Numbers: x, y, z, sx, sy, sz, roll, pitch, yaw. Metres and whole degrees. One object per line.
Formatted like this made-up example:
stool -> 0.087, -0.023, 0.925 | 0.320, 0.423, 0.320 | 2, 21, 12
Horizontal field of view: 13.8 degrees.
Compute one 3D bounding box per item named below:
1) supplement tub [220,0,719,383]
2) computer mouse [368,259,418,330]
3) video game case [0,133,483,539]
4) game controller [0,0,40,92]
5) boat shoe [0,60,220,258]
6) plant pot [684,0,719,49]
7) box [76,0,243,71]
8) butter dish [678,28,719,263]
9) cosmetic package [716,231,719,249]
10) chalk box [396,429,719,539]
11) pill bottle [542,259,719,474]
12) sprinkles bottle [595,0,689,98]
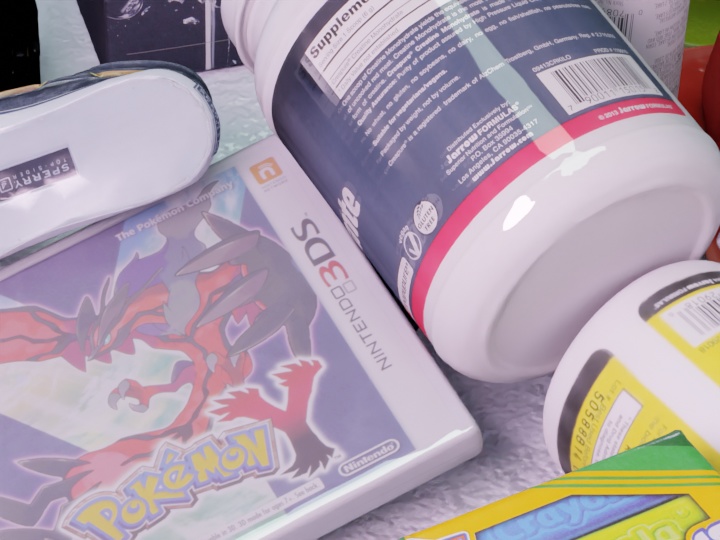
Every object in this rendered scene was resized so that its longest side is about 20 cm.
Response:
supplement tub -> 0.044, -0.066, 1.226 | 0.140, 0.140, 0.200 | -22, 58, -25
computer mouse -> 0.000, 0.000, 1.299 | 0.138, 0.053, 0.200 | 28, 56, 20
video game case -> -0.079, 0.049, 1.216 | 0.200, 0.023, 0.182 | -27, 55, -9
game controller -> -0.201, -0.087, 1.386 | 0.104, 0.042, 0.200 | -1, 26, -7
boat shoe -> -0.155, -0.040, 1.265 | 0.200, 0.071, 0.091 | -14, 8, 1
plant pot -> 0.184, -0.232, 1.518 | 0.187, 0.187, 0.200 | 1, 25, -1
box -> -0.041, -0.205, 1.451 | 0.200, 0.182, 0.104 | -10, 42, -13
butter dish -> 0.248, -0.091, 1.355 | 0.200, 0.148, 0.200 | -3, 41, -7
cosmetic package -> 0.287, -0.024, 1.182 | 0.200, 0.165, 0.165 | 43, 61, 0
chalk box -> 0.061, 0.167, 1.062 | 0.200, 0.125, 0.124 | -20, 45, -22
pill bottle -> 0.171, 0.092, 1.162 | 0.111, 0.111, 0.200 | -23, 46, -26
sprinkles bottle -> 0.112, -0.101, 1.319 | 0.068, 0.200, 0.068 | 1, 40, -1
